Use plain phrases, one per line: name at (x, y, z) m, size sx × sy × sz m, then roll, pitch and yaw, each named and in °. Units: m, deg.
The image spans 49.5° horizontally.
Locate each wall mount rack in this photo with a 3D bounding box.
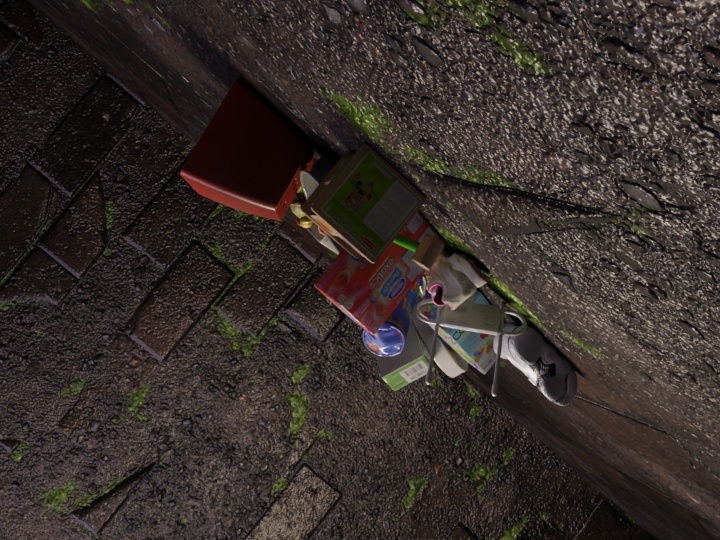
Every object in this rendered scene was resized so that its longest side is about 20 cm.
wall mount rack at (0.188, 0.122, 1.372) m, size 0.197 × 0.175 × 0.075 m, roll 8°, pitch 131°, yaw 8°

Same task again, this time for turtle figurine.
turtle figurine at (-0.127, -0.156, 1.621) m, size 0.200 × 0.064 × 0.163 m, roll -127°, pitch 24°, yaw -71°

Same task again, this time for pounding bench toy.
pounding bench toy at (0.025, -0.078, 1.211) m, size 0.200 × 0.125 × 0.156 m, roll 41°, pitch 175°, yaw -11°

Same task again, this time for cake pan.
cake pan at (-0.043, -0.100, 1.407) m, size 0.201 × 0.037 × 0.201 m, roll 55°, pitch 167°, yaw 18°

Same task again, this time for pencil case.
pencil case at (0.060, 0.058, 1.397) m, size 0.077 × 0.201 × 0.088 m, roll 4°, pitch 131°, yaw 14°

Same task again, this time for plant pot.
plant pot at (-0.194, -0.203, 1.462) m, size 0.175 × 0.201 × 0.200 m, roll 30°, pitch 175°, yaw 2°

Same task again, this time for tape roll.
tape roll at (0.173, 0.137, 1.724) m, size 0.203 × 0.037 × 0.203 m, roll 54°, pitch -163°, yaw -25°

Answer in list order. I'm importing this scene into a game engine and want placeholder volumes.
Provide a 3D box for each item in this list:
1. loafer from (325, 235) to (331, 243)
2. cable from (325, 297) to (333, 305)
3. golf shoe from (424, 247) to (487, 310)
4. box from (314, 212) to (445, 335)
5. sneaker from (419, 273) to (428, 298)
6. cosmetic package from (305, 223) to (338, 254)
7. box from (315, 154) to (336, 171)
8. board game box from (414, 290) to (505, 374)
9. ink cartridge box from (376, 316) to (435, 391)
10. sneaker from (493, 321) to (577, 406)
loafer at (-0.008, -0.073, 1.614) m, size 0.199 × 0.075 × 0.070 m, roll 34°, pitch 160°, yaw 30°
cable at (0.000, 0.000, 1.473) m, size 0.051 × 0.164 × 0.200 m, roll 33°, pitch 163°, yaw -10°
golf shoe at (0.137, 0.008, 1.346) m, size 0.075 × 0.092 × 0.200 m, roll 40°, pitch 177°, yaw -21°
box at (0.033, -0.010, 1.311) m, size 0.103 × 0.201 × 0.094 m, roll 43°, pitch 173°, yaw -39°
sneaker at (0.110, -0.008, 1.545) m, size 0.090 × 0.067 × 0.201 m, roll 33°, pitch 165°, yaw 35°
cosmetic package at (-0.019, -0.063, 1.780) m, size 0.199 × 0.071 × 0.105 m, roll 33°, pitch -174°, yaw -32°
box at (-0.016, -0.128, 1.484) m, size 0.121 × 0.032 × 0.200 m, roll 38°, pitch 165°, yaw 22°
board game box at (0.211, 0.105, 1.569) m, size 0.103 × 0.105 × 0.200 m, roll 36°, pitch 173°, yaw 42°
ink cartridge box at (0.086, 0.148, 1.689) m, size 0.059 × 0.103 × 0.201 m, roll 48°, pitch -160°, yaw -39°
sneaker at (0.324, 0.166, 1.468) m, size 0.200 × 0.075 × 0.115 m, roll 47°, pitch 173°, yaw -23°
